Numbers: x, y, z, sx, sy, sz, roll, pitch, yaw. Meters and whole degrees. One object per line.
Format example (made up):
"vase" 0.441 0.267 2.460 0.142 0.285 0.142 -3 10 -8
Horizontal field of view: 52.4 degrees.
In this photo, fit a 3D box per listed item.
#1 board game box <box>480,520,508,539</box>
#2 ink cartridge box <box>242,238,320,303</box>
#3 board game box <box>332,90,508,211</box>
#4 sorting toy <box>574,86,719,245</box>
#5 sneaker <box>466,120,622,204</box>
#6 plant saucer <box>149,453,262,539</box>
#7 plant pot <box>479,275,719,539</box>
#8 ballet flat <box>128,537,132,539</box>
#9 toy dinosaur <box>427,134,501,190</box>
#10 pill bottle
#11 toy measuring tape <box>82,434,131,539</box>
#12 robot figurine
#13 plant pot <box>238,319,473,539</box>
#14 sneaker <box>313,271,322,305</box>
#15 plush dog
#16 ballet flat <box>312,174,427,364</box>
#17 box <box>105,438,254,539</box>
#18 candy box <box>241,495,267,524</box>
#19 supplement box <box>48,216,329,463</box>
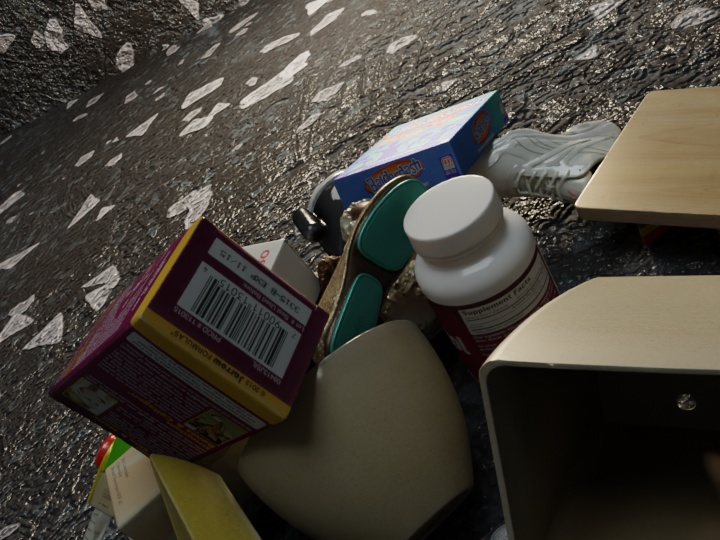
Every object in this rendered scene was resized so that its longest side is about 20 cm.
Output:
"board game box" 0.077 0.284 0.515 0.200 0.035 0.135 -38 33 -6
"ink cartridge box" -0.164 0.055 0.858 0.199 0.084 0.146 -9 45 33
"board game box" 0.076 -0.143 0.863 0.151 0.045 0.200 -15 20 32
"sorting toy" 0.357 -0.101 0.742 0.199 0.070 0.199 9 52 47
"sneaker" 0.223 -0.114 0.845 0.198 0.078 0.100 -14 44 1
"plant saucer" -0.092 0.258 0.571 0.048 0.201 0.200 -22 27 -23
"plant pot" 0.210 0.102 0.486 0.199 0.201 0.177 -2 25 27
"ballet flat" -0.203 0.278 0.741 0.069 0.070 0.200 -38 32 -7
"toy dinosaur" 0.109 -0.113 0.958 0.135 0.086 0.200 -41 35 -16
"pill bottle" 0.119 0.016 0.675 0.112 0.201 0.113 -23 33 16
"toy measuring tape" -0.265 0.244 0.808 0.074 0.073 0.201 39 110 57
"robot figurine" 0.007 -0.058 0.940 0.125 0.150 0.200 -48 33 4
"plant pot" 0.016 0.161 0.618 0.200 0.201 0.135 -39 67 -9
"sneaker" -0.096 0.053 0.953 0.199 0.074 0.079 -21 11 24
"plush dog" 0.017 0.046 0.801 0.171 0.160 0.201 -31 48 39
"ballet flat" 0.000 0.000 0.673 0.065 0.070 0.201 -7 51 56
"box" -0.136 0.169 0.699 0.200 0.078 0.095 -42 34 -7
"candy box" -0.142 0.176 0.824 0.136 0.061 0.199 -48 35 -20
"supplement box" -0.140 0.069 0.587 0.200 0.131 0.104 -31 28 44
